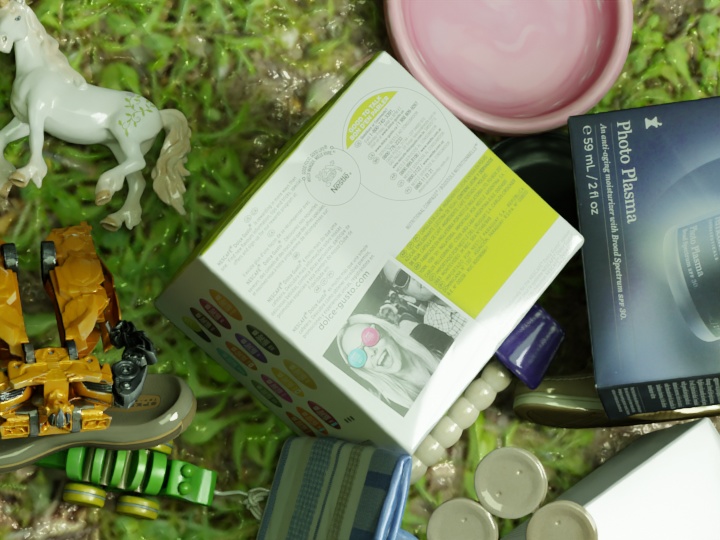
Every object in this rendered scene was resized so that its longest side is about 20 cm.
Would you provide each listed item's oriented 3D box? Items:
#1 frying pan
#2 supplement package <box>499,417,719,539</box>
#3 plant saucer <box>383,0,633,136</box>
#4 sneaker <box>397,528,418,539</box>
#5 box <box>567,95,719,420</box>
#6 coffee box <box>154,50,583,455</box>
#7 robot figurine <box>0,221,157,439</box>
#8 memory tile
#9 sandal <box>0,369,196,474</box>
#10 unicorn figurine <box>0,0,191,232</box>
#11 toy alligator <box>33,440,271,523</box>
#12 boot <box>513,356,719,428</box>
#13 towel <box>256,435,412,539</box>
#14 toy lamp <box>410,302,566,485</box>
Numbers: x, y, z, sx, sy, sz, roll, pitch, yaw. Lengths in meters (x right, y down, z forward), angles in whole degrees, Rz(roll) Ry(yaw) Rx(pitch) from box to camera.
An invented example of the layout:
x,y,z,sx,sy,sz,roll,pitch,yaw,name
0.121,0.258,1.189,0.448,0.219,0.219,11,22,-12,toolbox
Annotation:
x,y,z,sx,sy,sz,roll,pitch,yaw,name
0.173,-0.054,1.681,0.188,0.031,0.116,0,64,8,frying pan
0.188,0.214,1.621,0.199,0.121,0.120,-33,90,-17,supplement package
0.110,-0.199,1.713,0.198,0.051,0.203,3,79,-15,plant saucer
0.030,0.273,1.496,0.075,0.088,0.202,-11,93,14,sneaker
0.256,-0.014,1.567,0.196,0.123,0.202,-8,74,9,box
0.000,0.000,1.569,0.198,0.200,0.200,42,73,-4,coffee box
-0.218,0.043,1.521,0.144,0.059,0.201,-4,40,-14,robot figurine
0.088,0.234,1.533,0.153,0.017,0.200,45,102,3,memory tile
-0.214,0.092,1.543,0.198,0.054,0.081,-6,43,4,sandal
-0.213,-0.114,1.609,0.199,0.074,0.139,24,65,-24,unicorn figurine
-0.144,0.146,1.581,0.198,0.054,0.060,14,77,-12,toy alligator
0.201,0.038,1.684,0.198,0.072,0.156,-2,81,-20,boot
-0.025,0.189,1.523,0.024,0.200,0.148,18,82,-23,towel
0.070,0.106,1.614,0.058,0.058,0.200,43,89,-4,toy lamp
